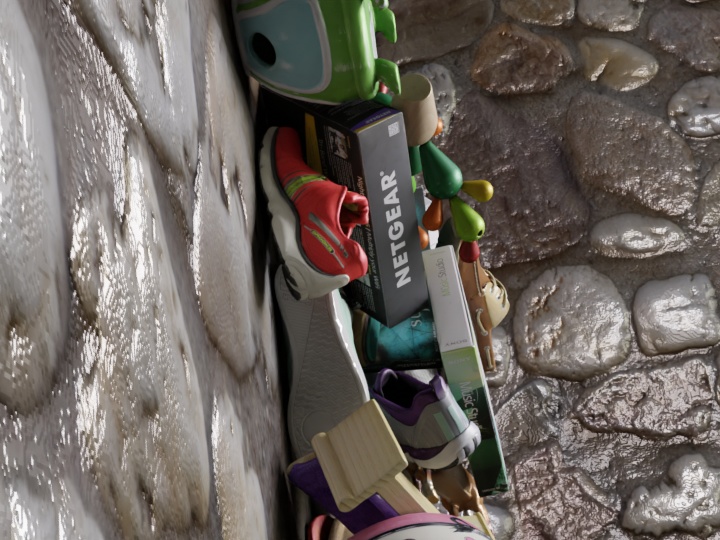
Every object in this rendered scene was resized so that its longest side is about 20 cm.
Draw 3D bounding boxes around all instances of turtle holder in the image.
[{"bbox_3d":[-0.041,-0.223,1.102,0.186,0.130,0.142,76,9,-57],"label":"turtle holder"}]

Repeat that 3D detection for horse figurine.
[{"bbox_3d":[0.075,0.204,1.279,0.200,0.050,0.133,46,19,-36],"label":"horse figurine"}]

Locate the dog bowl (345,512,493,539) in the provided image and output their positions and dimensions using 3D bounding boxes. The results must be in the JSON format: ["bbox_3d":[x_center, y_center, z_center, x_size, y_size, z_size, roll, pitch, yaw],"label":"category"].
[{"bbox_3d":[0.040,0.275,1.040,0.074,0.198,0.202,-120,-164,-52],"label":"dog bowl"}]

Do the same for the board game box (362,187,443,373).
[{"bbox_3d":[0.010,0.010,1.383,0.028,0.133,0.202,93,-8,-62],"label":"board game box"}]

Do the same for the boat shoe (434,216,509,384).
[{"bbox_3d":[0.115,0.030,1.382,0.076,0.073,0.202,-98,-174,-50],"label":"boat shoe"}]

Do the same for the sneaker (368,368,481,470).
[{"bbox_3d":[0.019,0.120,1.191,0.074,0.199,0.088,-42,116,-38],"label":"sneaker"}]

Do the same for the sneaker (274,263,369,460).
[{"bbox_3d":[-0.023,0.092,1.170,0.118,0.073,0.203,41,39,-75],"label":"sneaker"}]

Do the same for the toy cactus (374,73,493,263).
[{"bbox_3d":[0.054,-0.114,1.198,0.201,0.101,0.166,61,-15,26],"label":"toy cactus"}]

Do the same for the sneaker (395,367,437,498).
[{"bbox_3d":[0.028,0.161,1.372,0.074,0.081,0.202,44,43,-41],"label":"sneaker"}]

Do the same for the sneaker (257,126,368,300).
[{"bbox_3d":[-0.036,-0.052,1.125,0.201,0.084,0.078,-107,-177,-45],"label":"sneaker"}]

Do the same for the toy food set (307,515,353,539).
[{"bbox_3d":[0.023,0.291,1.204,0.197,0.048,0.202,30,47,-46],"label":"toy food set"}]

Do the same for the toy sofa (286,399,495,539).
[{"bbox_3d":[0.033,0.208,1.092,0.200,0.097,0.083,50,6,-37],"label":"toy sofa"}]

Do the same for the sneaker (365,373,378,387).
[{"bbox_3d":[-0.010,0.106,1.415,0.079,0.073,0.203,-46,130,-78],"label":"sneaker"}]

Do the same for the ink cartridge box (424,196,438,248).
[{"bbox_3d":[0.025,-0.012,1.583,0.145,0.083,0.202,37,-31,42],"label":"ink cartridge box"}]

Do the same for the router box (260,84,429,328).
[{"bbox_3d":[-0.014,-0.068,1.219,0.157,0.052,0.202,32,-40,47],"label":"router box"}]

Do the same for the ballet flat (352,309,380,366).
[{"bbox_3d":[0.000,0.000,1.337,0.069,0.062,0.202,68,31,-55],"label":"ballet flat"}]

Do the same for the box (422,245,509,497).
[{"bbox_3d":[0.101,0.097,1.276,0.145,0.036,0.201,-98,172,-50],"label":"box"}]
